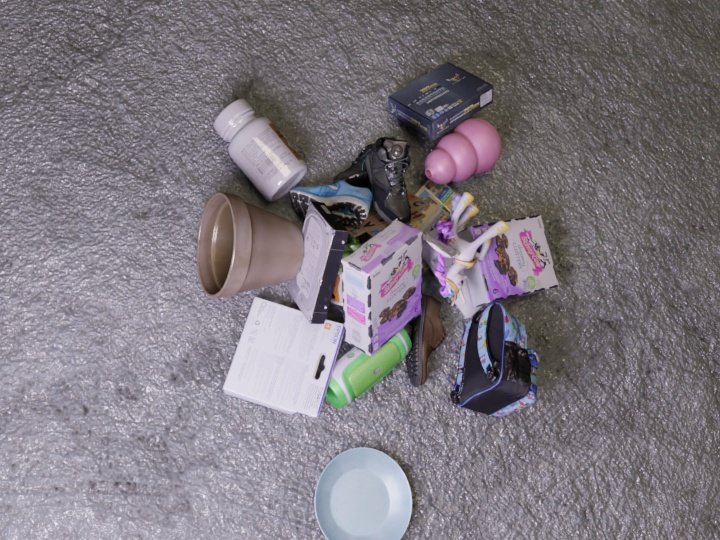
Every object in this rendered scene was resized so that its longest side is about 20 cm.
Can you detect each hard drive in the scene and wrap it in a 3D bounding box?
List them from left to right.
[{"bbox_3d":[-0.087,-0.016,1.543,0.037,0.203,0.140,3,27,-27],"label":"hard drive"}]

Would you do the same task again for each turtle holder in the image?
[{"bbox_3d":[-0.011,-0.001,1.627,0.138,0.185,0.135,11,101,22],"label":"turtle holder"}]

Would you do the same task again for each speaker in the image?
[{"bbox_3d":[0.010,0.189,1.587,0.199,0.088,0.089,-37,85,-23],"label":"speaker"}]

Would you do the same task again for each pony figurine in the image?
[{"bbox_3d":[0.186,-0.055,1.614,0.192,0.166,0.202,36,82,-10],"label":"pony figurine"}]

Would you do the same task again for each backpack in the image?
[{"bbox_3d":[0.282,0.181,1.630,0.132,0.183,0.203,20,56,-18],"label":"backpack"}]

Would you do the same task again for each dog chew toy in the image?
[{"bbox_3d":[0.225,-0.261,1.773,0.198,0.125,0.126,-31,83,-26],"label":"dog chew toy"}]

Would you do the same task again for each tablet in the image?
[{"bbox_3d":[0.221,-0.011,1.737,0.130,0.014,0.201,-39,96,-26],"label":"tablet"}]

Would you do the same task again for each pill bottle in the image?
[{"bbox_3d":[-0.213,-0.255,1.647,0.114,0.114,0.201,-39,87,-24],"label":"pill bottle"}]

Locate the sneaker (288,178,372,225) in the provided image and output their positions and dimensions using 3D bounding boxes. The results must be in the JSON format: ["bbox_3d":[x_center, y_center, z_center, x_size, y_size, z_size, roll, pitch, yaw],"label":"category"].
[{"bbox_3d":[-0.061,-0.149,1.655,0.196,0.079,0.091,10,46,24],"label":"sneaker"}]

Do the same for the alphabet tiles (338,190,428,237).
[{"bbox_3d":[0.039,-0.127,1.678,0.197,0.006,0.166,-24,39,-25],"label":"alphabet tiles"}]

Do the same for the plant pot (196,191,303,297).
[{"bbox_3d":[-0.212,-0.043,1.553,0.171,0.199,0.204,5,70,-32],"label":"plant pot"}]

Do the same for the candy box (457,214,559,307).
[{"bbox_3d":[0.327,-0.023,1.740,0.196,0.071,0.171,-10,82,-26],"label":"candy box"}]

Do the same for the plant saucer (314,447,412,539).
[{"bbox_3d":[0.003,0.451,1.525,0.197,0.039,0.205,5,71,-15],"label":"plant saucer"}]

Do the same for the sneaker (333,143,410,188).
[{"bbox_3d":[0.016,-0.229,1.742,0.197,0.076,0.080,-23,67,-29],"label":"sneaker"}]

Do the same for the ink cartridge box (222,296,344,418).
[{"bbox_3d":[-0.148,0.174,1.547,0.196,0.041,0.203,17,68,4],"label":"ink cartridge box"}]

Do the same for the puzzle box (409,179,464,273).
[{"bbox_3d":[0.153,-0.107,1.759,0.133,0.025,0.200,42,66,-1],"label":"puzzle box"}]

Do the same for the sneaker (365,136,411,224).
[{"bbox_3d":[0.066,-0.193,1.622,0.075,0.115,0.203,-3,62,-18],"label":"sneaker"}]

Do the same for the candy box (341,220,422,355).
[{"bbox_3d":[0.044,0.033,1.519,0.071,0.203,0.167,26,46,32],"label":"candy box"}]

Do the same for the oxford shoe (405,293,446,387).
[{"bbox_3d":[0.143,0.148,1.648,0.083,0.073,0.204,14,69,-14],"label":"oxford shoe"}]

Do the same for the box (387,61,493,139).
[{"bbox_3d":[0.185,-0.395,1.808,0.198,0.052,0.157,-33,49,-23],"label":"box"}]
